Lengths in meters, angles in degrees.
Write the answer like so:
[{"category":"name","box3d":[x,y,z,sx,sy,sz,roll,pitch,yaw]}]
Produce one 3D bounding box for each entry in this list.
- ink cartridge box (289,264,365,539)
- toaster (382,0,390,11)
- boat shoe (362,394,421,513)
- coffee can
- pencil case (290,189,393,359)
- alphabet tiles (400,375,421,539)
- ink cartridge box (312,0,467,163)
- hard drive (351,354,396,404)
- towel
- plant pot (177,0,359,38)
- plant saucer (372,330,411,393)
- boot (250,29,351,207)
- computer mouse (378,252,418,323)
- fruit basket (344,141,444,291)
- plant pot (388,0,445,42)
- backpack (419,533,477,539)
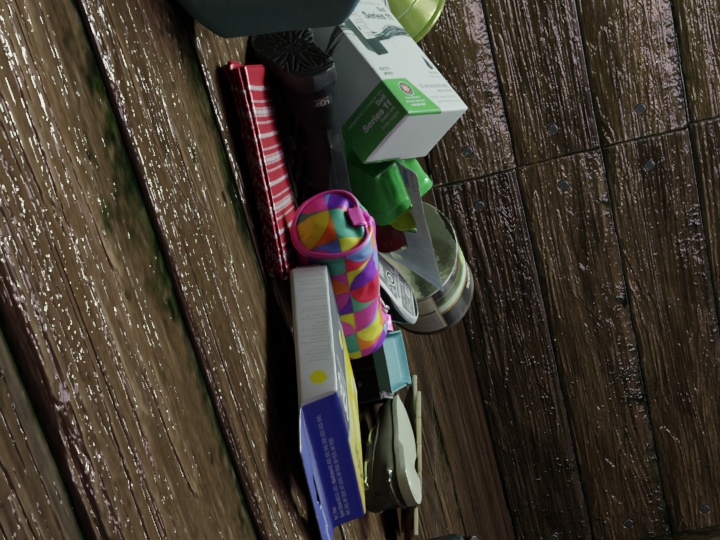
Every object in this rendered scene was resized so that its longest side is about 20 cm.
[{"category":"ink cartridge box","box3d":[-0.027,0.134,1.078,0.199,0.046,0.202,80,1,-47]},{"category":"toaster","box3d":[-0.022,-0.278,1.462,0.114,0.127,0.203,60,20,-62]},{"category":"boat shoe","box3d":[0.031,0.210,1.372,0.202,0.059,0.073,-91,159,-68]},{"category":"coffee can","box3d":[0.082,0.000,1.721,0.200,0.144,0.149,53,26,-70]},{"category":"pencil case","box3d":[-0.017,0.009,1.170,0.201,0.087,0.089,78,4,-57]},{"category":"alphabet tiles","box3d":[0.063,0.244,1.491,0.167,0.006,0.203,103,-11,-65]},{"category":"ink cartridge box","box3d":[0.004,-0.223,1.304,0.201,0.083,0.146,52,30,13]},{"category":"hard drive","box3d":[0.005,0.065,1.479,0.140,0.037,0.203,38,40,-78]},{"category":"towel","box3d":[-0.089,-0.099,1.126,0.145,0.022,0.203,-65,145,-80]},{"category":"plant pot","box3d":[-0.078,-0.307,0.960,0.201,0.193,0.198,83,1,-50]},{"category":"plant saucer","box3d":[0.038,0.110,1.449,0.200,0.019,0.071,10,69,-80]},{"category":"boot","box3d":[-0.056,-0.142,1.238,0.165,0.065,0.202,-120,-165,-54]},{"category":"computer mouse","box3d":[0.000,0.000,1.376,0.200,0.044,0.110,49,22,-33]},{"category":"fruit basket","box3d":[0.026,-0.084,1.439,0.184,0.094,0.201,33,-21,38]},{"category":"plant pot","box3d":[0.003,-0.456,1.796,0.190,0.198,0.202,48,28,-47]},{"category":"backpack","box3d":[0.077,0.386,1.211,0.167,0.125,0.203,-3,82,-70]}]
